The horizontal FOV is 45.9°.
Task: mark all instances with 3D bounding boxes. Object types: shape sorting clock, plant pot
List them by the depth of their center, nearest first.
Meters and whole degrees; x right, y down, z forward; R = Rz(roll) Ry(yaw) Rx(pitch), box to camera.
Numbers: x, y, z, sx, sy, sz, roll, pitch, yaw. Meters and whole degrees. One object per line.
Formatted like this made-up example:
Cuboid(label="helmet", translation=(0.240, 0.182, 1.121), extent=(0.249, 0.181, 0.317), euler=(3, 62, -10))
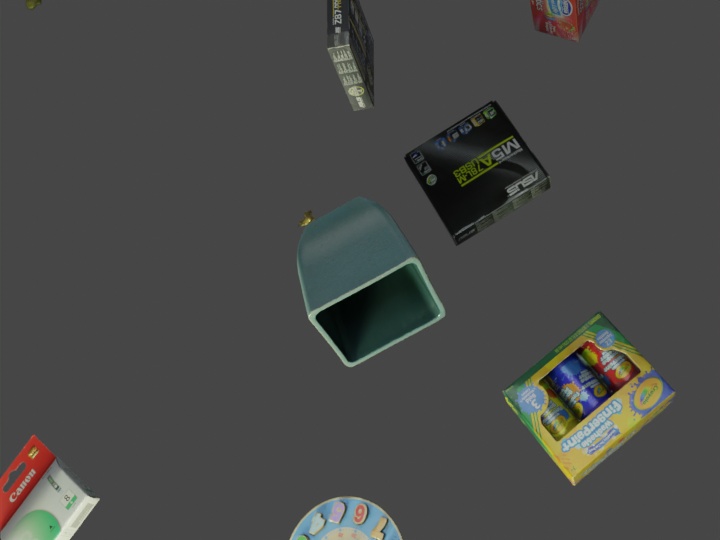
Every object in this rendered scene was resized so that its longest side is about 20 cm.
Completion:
Cuboid(label="shape sorting clock", translation=(-0.025, 0.454, 1.319), extent=(0.196, 0.039, 0.204), euler=(-6, 67, 14))
Cuboid(label="plant pot", translation=(0.000, 0.000, 1.423), extent=(0.193, 0.197, 0.202), euler=(-28, 53, 4))

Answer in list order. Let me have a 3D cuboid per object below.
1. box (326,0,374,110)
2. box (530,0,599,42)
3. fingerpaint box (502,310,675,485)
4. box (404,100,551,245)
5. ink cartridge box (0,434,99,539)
Cuboid(label="box", translation=(-0.016, -0.424, 1.590), extent=(0.048, 0.200, 0.164), euler=(-7, 67, 12))
Cuboid(label="box", translation=(0.361, -0.516, 1.512), extent=(0.094, 0.200, 0.101), euler=(23, 76, 25))
Cuboid(label="fingerpaint box", translation=(0.345, 0.193, 1.295), extent=(0.199, 0.073, 0.168), euler=(-38, 63, -1))
Cuboid(label="box", translation=(0.204, -0.175, 1.506), extent=(0.198, 0.048, 0.195), euler=(-30, 61, 4))
Cuboid(label="ink cartridge box", translation=(-0.580, 0.408, 1.505), extent=(0.198, 0.050, 0.162), euler=(33, 80, 24))
